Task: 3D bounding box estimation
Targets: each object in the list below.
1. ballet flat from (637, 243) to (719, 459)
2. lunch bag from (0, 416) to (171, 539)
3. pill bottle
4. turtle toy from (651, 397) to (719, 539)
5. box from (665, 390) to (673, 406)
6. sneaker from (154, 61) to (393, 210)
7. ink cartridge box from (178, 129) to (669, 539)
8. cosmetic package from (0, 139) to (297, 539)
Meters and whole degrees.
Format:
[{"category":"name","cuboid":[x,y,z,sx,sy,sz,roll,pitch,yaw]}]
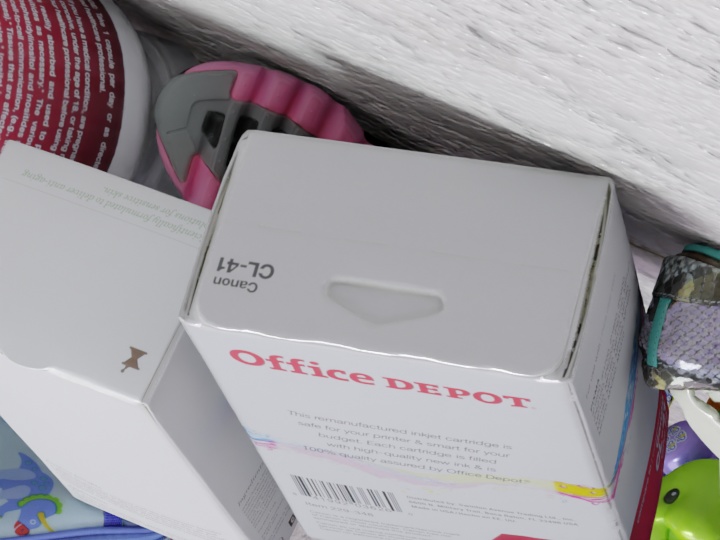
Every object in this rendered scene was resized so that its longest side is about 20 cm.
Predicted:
[{"category":"ballet flat","cuboid":[0.180,0.060,0.978,0.200,0.072,0.072,29,175,-27]},{"category":"lunch bag","cuboid":[-0.169,0.088,1.205,0.159,0.083,0.200,-1,-145,-14]},{"category":"pill bottle","cuboid":[-0.159,-0.070,1.048,0.199,0.114,0.113,10,-172,-44]},{"category":"turtle toy","cuboid":[0.193,0.123,1.289,0.145,0.102,0.200,25,-155,22]},{"category":"box","cuboid":[0.078,0.039,1.344,0.064,0.070,0.200,34,172,-34]},{"category":"sneaker","cuboid":[-0.002,-0.028,1.085,0.199,0.079,0.095,29,-173,-18]},{"category":"ink cartridge box","cuboid":[0.033,0.038,0.977,0.146,0.086,0.200,8,153,16]},{"category":"cosmetic package","cuboid":[-0.086,0.041,1.036,0.107,0.085,0.200,20,160,20]}]
